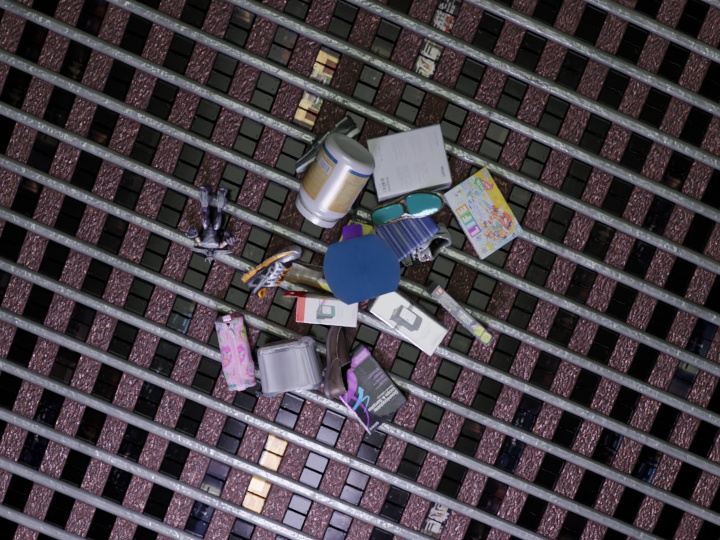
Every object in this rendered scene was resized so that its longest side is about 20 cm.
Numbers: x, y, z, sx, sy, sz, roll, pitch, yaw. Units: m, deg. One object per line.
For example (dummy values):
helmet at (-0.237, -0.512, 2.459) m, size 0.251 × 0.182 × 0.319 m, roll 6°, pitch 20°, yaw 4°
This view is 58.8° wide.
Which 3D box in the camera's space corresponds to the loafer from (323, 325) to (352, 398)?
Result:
loafer at (-0.050, 0.235, 1.684) m, size 0.069 × 0.073 × 0.205 m, roll -3°, pitch 73°, yaw 22°

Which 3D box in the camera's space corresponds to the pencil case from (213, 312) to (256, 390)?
pencil case at (-0.332, 0.213, 1.698) m, size 0.085 × 0.087 × 0.205 m, roll -10°, pitch 95°, yaw 0°

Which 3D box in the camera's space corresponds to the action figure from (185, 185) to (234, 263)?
action figure at (-0.393, -0.118, 1.682) m, size 0.127 × 0.069 × 0.205 m, roll 3°, pitch 98°, yaw -10°

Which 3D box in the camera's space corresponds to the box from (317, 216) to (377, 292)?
box at (-0.031, -0.037, 1.651) m, size 0.074 × 0.050 × 0.203 m, roll 16°, pitch 68°, yaw 26°

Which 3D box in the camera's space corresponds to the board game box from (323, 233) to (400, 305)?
board game box at (0.000, 0.000, 1.590) m, size 0.196 × 0.039 × 0.161 m, roll -15°, pitch 75°, yaw -19°

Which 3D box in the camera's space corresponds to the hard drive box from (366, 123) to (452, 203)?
hard drive box at (0.125, -0.276, 1.662) m, size 0.195 × 0.077 × 0.160 m, roll -11°, pitch 85°, yaw 1°

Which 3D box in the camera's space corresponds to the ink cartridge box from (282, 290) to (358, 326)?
ink cartridge box at (-0.104, 0.098, 1.676) m, size 0.195 × 0.116 × 0.069 m, roll 5°, pitch 95°, yaw -1°

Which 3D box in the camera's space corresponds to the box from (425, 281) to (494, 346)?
box at (0.260, 0.112, 1.686) m, size 0.199 × 0.110 × 0.035 m, roll 43°, pitch 93°, yaw -3°

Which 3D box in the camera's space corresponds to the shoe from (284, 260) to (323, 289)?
shoe at (-0.105, 0.014, 1.693) m, size 0.195 × 0.070 × 0.055 m, roll 11°, pitch 102°, yaw 1°

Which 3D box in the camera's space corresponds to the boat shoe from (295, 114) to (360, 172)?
boat shoe at (-0.095, -0.330, 1.671) m, size 0.198 × 0.076 × 0.061 m, roll -35°, pitch 91°, yaw -6°

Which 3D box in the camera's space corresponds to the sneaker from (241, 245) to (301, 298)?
sneaker at (-0.221, 0.000, 1.669) m, size 0.198 × 0.078 × 0.078 m, roll -31°, pitch 93°, yaw 31°

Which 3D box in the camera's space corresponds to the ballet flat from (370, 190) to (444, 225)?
ballet flat at (0.120, -0.166, 1.652) m, size 0.196 × 0.071 × 0.072 m, roll -14°, pitch 94°, yaw 17°

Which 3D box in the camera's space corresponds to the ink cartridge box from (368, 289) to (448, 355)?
ink cartridge box at (0.120, 0.119, 1.666) m, size 0.198 × 0.145 × 0.085 m, roll 37°, pitch 93°, yaw -3°

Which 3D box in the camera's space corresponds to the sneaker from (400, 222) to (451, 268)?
sneaker at (0.149, -0.052, 1.676) m, size 0.198 × 0.089 × 0.075 m, roll -32°, pitch 121°, yaw 4°

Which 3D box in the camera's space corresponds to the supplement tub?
supplement tub at (-0.067, -0.225, 1.616) m, size 0.143 × 0.145 × 0.201 m, roll 34°, pitch 117°, yaw -3°

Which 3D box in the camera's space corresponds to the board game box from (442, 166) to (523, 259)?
board game box at (0.326, -0.152, 1.706) m, size 0.133 × 0.034 × 0.202 m, roll -32°, pitch 94°, yaw 2°

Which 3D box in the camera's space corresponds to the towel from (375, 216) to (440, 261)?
towel at (0.097, -0.094, 1.677) m, size 0.199 × 0.024 × 0.146 m, roll -37°, pitch 58°, yaw 3°

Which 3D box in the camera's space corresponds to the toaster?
toaster at (-0.192, 0.253, 1.689) m, size 0.195 × 0.114 × 0.132 m, roll -11°, pitch 90°, yaw 10°

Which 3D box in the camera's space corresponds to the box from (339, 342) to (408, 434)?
box at (0.016, 0.321, 1.734) m, size 0.142 × 0.036 × 0.201 m, roll -40°, pitch 94°, yaw 2°

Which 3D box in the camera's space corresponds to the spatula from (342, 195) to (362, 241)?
spatula at (-0.016, -0.147, 1.664) m, size 0.055 × 0.021 × 0.204 m, roll -6°, pitch 60°, yaw 16°
